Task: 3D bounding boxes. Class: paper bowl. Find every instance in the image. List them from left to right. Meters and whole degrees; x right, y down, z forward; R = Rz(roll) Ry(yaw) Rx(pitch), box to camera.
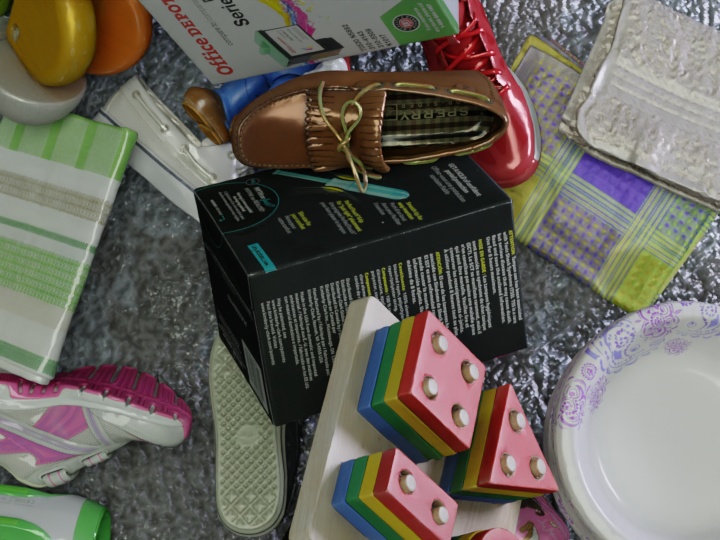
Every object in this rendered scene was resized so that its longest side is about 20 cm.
[{"bbox_3d":[0.235,0.129,1.640,0.199,0.104,0.203,1,80,-6],"label":"paper bowl"}]

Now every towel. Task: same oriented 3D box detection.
[{"bbox_3d":[-0.249,-0.024,1.688,0.148,0.031,0.202,18,86,39],"label":"towel"},{"bbox_3d":[0.175,-0.072,1.705,0.199,0.023,0.144,36,88,4],"label":"towel"},{"bbox_3d":[0.261,-0.121,1.682,0.199,0.034,0.133,23,75,1],"label":"towel"}]

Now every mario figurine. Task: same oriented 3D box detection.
[{"bbox_3d":[-0.051,-0.185,1.664,0.123,0.106,0.200,38,73,-2],"label":"mario figurine"}]

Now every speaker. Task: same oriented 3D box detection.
[{"bbox_3d":[-0.294,0.203,1.680,0.198,0.088,0.089,7,87,4],"label":"speaker"}]

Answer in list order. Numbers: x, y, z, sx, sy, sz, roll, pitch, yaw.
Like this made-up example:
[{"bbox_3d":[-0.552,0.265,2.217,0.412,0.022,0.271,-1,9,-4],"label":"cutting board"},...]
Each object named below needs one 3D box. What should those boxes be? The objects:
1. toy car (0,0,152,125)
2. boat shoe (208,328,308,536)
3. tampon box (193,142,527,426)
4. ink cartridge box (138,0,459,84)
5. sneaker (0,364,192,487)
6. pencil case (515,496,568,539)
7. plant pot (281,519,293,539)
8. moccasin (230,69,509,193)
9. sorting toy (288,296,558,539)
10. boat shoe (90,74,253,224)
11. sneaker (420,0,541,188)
[{"bbox_3d":[-0.231,-0.224,1.675,0.200,0.149,0.176,48,134,28],"label":"toy car"},{"bbox_3d":[-0.078,0.108,1.689,0.074,0.062,0.202,-1,72,8],"label":"boat shoe"},{"bbox_3d":[0.000,0.000,1.605,0.198,0.150,0.127,-15,120,-13],"label":"tampon box"},{"bbox_3d":[-0.046,-0.216,1.560,0.198,0.145,0.085,-10,62,19],"label":"ink cartridge box"},{"bbox_3d":[-0.225,0.122,1.687,0.198,0.081,0.089,4,103,12],"label":"sneaker"},{"bbox_3d":[0.077,0.152,1.661,0.083,0.086,0.201,-30,85,-37],"label":"pencil case"},{"bbox_3d":[-0.009,0.303,1.580,0.199,0.177,0.201,31,115,4],"label":"plant pot"},{"bbox_3d":[0.007,-0.101,1.584,0.199,0.078,0.074,-1,112,-11],"label":"moccasin"},{"bbox_3d":[0.058,0.146,1.494,0.069,0.199,0.201,-19,41,35],"label":"sorting toy"},{"bbox_3d":[-0.115,-0.075,1.699,0.200,0.071,0.070,39,92,11],"label":"boat shoe"},{"bbox_3d":[0.071,-0.161,1.654,0.078,0.115,0.201,-27,74,8],"label":"sneaker"}]
